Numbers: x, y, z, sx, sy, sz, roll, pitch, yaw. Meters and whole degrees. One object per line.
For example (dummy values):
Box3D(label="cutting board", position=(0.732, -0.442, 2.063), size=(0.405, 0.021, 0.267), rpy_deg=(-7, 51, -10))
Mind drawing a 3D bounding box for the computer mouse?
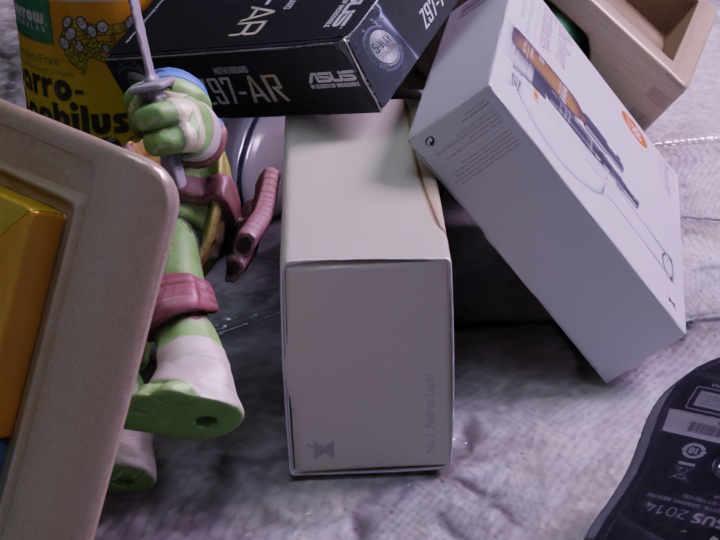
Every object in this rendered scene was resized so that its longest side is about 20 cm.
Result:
Box3D(label="computer mouse", position=(0.127, 0.102, 0.655), size=(0.138, 0.053, 0.200), rpy_deg=(14, 39, 33))

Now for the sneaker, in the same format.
Box3D(label="sneaker", position=(-0.019, -0.077, 1.023), size=(0.071, 0.073, 0.200), rpy_deg=(6, 25, 25))

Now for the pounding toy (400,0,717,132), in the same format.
Box3D(label="pounding toy", position=(0.085, -0.138, 1.041), size=(0.184, 0.142, 0.200), rpy_deg=(41, 30, -4))

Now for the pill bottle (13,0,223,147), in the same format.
Box3D(label="pill bottle", position=(-0.136, -0.133, 0.998), size=(0.113, 0.200, 0.113), rpy_deg=(-1, 25, 1))

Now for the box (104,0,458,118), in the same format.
Box3D(label="box", position=(-0.017, -0.157, 0.920), size=(0.160, 0.044, 0.200), rpy_deg=(2, 45, 38))

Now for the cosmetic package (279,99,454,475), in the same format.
Box3D(label="cosmetic package", position=(0.000, 0.000, 0.817), size=(0.073, 0.104, 0.200), rpy_deg=(-2, 25, -2))

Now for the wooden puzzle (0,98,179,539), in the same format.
Box3D(label="wooden puzzle", position=(-0.167, 0.022, 0.689), size=(0.200, 0.185, 0.037), rpy_deg=(22, 9, 38))

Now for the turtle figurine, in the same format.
Box3D(label="turtle figurine", position=(-0.118, -0.019, 0.731), size=(0.144, 0.200, 0.194), rpy_deg=(-15, 59, 14))

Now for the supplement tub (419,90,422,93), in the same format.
Box3D(label="supplement tub", position=(-0.033, -0.195, 1.202), size=(0.200, 0.141, 0.140), rpy_deg=(18, 31, 37))

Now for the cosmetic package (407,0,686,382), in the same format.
Box3D(label="cosmetic package", position=(0.098, -0.055, 0.879), size=(0.052, 0.151, 0.200), rpy_deg=(-32, 16, 21))
